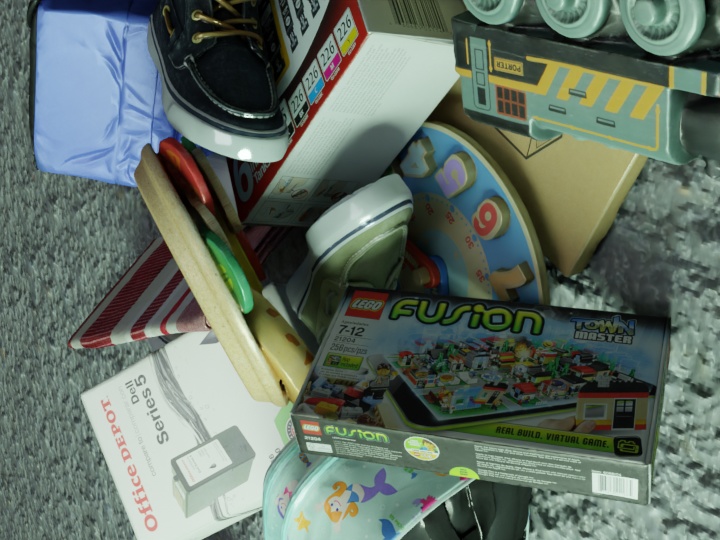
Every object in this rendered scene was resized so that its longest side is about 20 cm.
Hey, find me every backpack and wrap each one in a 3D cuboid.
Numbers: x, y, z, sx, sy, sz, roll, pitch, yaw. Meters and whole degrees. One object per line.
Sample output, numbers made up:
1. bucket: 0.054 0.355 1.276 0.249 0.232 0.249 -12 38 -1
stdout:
1. backpack: 0.025 0.161 0.721 0.151 0.177 0.201 47 154 27
2. backpack: -0.182 -0.178 0.908 0.201 0.166 0.164 -98 22 -52

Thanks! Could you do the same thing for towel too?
1. towel: -0.148 0.009 0.927 0.199 0.144 0.023 -11 124 44

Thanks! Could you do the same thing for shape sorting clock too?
1. shape sorting clock: 0.053 0.000 0.747 0.200 0.039 0.202 40 141 44

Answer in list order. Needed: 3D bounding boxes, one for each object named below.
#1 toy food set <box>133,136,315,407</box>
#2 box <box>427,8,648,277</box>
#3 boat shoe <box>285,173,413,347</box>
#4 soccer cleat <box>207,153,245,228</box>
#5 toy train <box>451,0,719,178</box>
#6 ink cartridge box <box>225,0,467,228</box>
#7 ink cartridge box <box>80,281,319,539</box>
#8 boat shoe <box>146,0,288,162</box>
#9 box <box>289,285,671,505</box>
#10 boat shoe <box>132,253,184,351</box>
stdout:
1. toy food set: -0.089 -0.001 0.731 0.199 0.048 0.200 64 173 -22
2. box: 0.116 -0.123 0.659 0.164 0.021 0.201 50 137 30
3. boat shoe: 0.000 0.000 0.748 0.062 0.072 0.200 59 159 12
4. soccer cleat: -0.131 -0.084 0.958 0.200 0.077 0.070 53 169 53
5. toy train: 0.126 -0.117 0.569 0.199 0.085 0.115 24 133 44
6. ink cartridge box: -0.026 -0.155 0.746 0.200 0.083 0.177 -49 48 47
7. ink cartridge box: -0.105 0.120 0.895 0.199 0.084 0.147 -29 77 17
8. boat shoe: -0.090 -0.150 0.702 0.201 0.070 0.092 56 136 48
9. box: 0.071 0.066 0.637 0.198 0.111 0.035 5 133 19
10. boat shoe: -0.157 0.028 1.025 0.201 0.074 0.087 31 115 50
